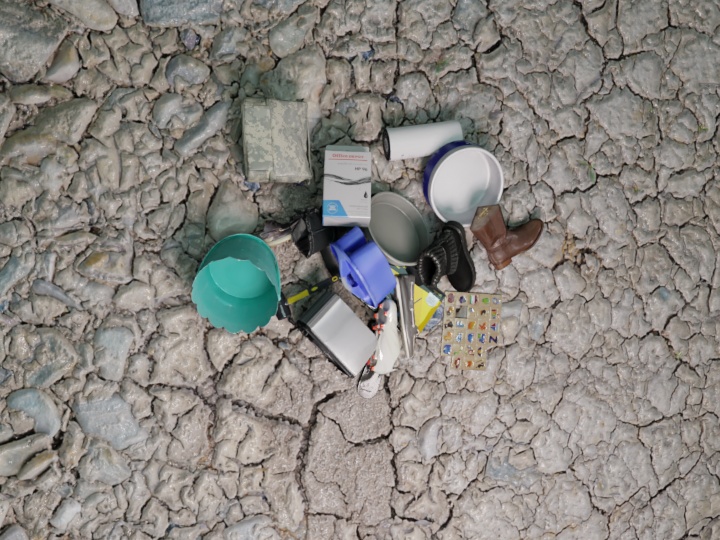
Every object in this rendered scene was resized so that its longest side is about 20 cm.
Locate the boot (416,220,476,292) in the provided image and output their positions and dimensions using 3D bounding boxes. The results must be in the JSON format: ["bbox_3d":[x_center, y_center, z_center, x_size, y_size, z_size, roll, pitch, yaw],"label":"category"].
[{"bbox_3d":[0.213,0.002,1.551,0.158,0.078,0.215,-50,130,-39],"label":"boot"}]

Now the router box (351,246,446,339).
[{"bbox_3d":[0.096,0.060,1.575,0.198,0.051,0.151,38,86,-8],"label":"router box"}]

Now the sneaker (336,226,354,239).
[{"bbox_3d":[-0.031,-0.168,1.525,0.059,0.202,0.106,-9,127,30],"label":"sneaker"}]

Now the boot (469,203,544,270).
[{"bbox_3d":[0.374,-0.119,1.593,0.186,0.064,0.201,-45,130,-5],"label":"boot"}]

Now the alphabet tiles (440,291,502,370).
[{"bbox_3d":[0.295,0.163,1.665,0.162,0.008,0.207,4,92,-11],"label":"alphabet tiles"}]

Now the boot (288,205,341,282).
[{"bbox_3d":[-0.093,-0.059,1.500,0.072,0.162,0.204,-15,92,26],"label":"boot"}]

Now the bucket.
[{"bbox_3d":[-0.281,0.025,1.450,0.200,0.136,0.213,-1,121,-1],"label":"bucket"}]

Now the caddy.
[{"bbox_3d":[0.000,0.000,1.446,0.104,0.141,0.202,-38,138,-8],"label":"caddy"}]

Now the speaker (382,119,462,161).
[{"bbox_3d":[0.158,-0.330,1.581,0.194,0.081,0.084,-9,94,-10],"label":"speaker"}]

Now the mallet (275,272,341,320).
[{"bbox_3d":[-0.130,0.065,1.527,0.195,0.041,0.068,-18,89,15],"label":"mallet"}]

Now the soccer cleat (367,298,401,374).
[{"bbox_3d":[0.068,0.161,1.534,0.075,0.070,0.206,0,115,-21],"label":"soccer cleat"}]

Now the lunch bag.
[{"bbox_3d":[-0.198,-0.305,1.484,0.162,0.139,0.207,-3,94,-10],"label":"lunch bag"}]

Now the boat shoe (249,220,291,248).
[{"bbox_3d":[-0.221,-0.091,1.524,0.195,0.072,0.066,-25,101,-3],"label":"boat shoe"}]

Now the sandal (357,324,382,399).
[{"bbox_3d":[0.044,0.233,1.600,0.073,0.045,0.206,15,89,-10],"label":"sandal"}]

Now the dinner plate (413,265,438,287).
[{"bbox_3d":[0.106,0.036,1.615,0.193,0.024,0.207,0,92,-11],"label":"dinner plate"}]

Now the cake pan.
[{"bbox_3d":[0.087,-0.099,1.549,0.196,0.037,0.206,19,55,-28],"label":"cake pan"}]

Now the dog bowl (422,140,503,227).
[{"bbox_3d":[0.256,-0.219,1.570,0.194,0.079,0.206,-6,116,-11],"label":"dog bowl"}]

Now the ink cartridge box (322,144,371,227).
[{"bbox_3d":[-0.032,-0.211,1.462,0.112,0.068,0.207,1,75,-3],"label":"ink cartridge box"}]

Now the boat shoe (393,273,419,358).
[{"bbox_3d":[0.121,0.109,1.521,0.055,0.067,0.207,-9,91,-5],"label":"boat shoe"}]

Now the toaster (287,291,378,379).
[{"bbox_3d":[-0.065,0.150,1.511,0.119,0.180,0.200,-46,98,-11],"label":"toaster"}]
